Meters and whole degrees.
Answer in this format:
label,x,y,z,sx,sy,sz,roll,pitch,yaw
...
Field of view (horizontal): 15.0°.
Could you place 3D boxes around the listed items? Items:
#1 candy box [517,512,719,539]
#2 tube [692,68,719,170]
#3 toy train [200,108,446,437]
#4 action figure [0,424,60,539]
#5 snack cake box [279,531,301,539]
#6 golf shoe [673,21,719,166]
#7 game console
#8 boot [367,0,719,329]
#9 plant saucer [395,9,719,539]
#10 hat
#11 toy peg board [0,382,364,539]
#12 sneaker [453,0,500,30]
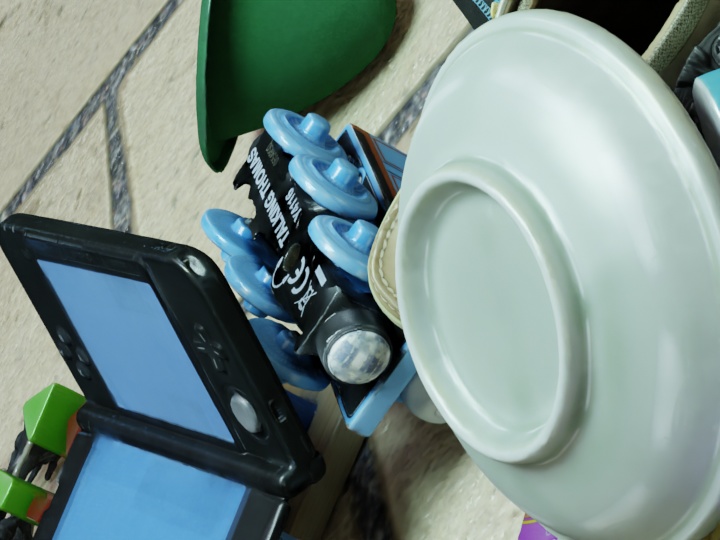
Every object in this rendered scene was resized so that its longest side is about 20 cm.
label,x,y,z,sx,sy,sz,roll,pitch,yaw
candy box,0.110,0.110,1.018,0.116,0.056,0.201,-15,54,54
tube,0.212,-0.077,0.920,0.199,0.051,0.078,-22,24,-1
toy train,0.000,0.000,1.247,0.087,0.114,0.200,-56,27,18
action figure,-0.224,0.142,1.494,0.200,0.118,0.103,-65,-12,-65
snack cake box,-0.043,0.220,1.177,0.115,0.067,0.201,16,80,64
golf shoe,0.163,-0.064,1.026,0.200,0.078,0.095,-43,-9,-41
game console,-0.117,0.082,1.226,0.116,0.177,0.200,-37,24,-24
boot,0.069,-0.059,1.057,0.200,0.072,0.155,-45,-10,4
plant saucer,0.060,0.011,0.964,0.200,0.050,0.201,34,132,50
hat,0.012,-0.132,1.454,0.200,0.175,0.167,87,-168,-63
toy peg board,-0.109,0.115,1.355,0.199,0.097,0.201,13,77,63
sneaker,0.080,-0.147,1.228,0.073,0.082,0.200,-48,6,17
